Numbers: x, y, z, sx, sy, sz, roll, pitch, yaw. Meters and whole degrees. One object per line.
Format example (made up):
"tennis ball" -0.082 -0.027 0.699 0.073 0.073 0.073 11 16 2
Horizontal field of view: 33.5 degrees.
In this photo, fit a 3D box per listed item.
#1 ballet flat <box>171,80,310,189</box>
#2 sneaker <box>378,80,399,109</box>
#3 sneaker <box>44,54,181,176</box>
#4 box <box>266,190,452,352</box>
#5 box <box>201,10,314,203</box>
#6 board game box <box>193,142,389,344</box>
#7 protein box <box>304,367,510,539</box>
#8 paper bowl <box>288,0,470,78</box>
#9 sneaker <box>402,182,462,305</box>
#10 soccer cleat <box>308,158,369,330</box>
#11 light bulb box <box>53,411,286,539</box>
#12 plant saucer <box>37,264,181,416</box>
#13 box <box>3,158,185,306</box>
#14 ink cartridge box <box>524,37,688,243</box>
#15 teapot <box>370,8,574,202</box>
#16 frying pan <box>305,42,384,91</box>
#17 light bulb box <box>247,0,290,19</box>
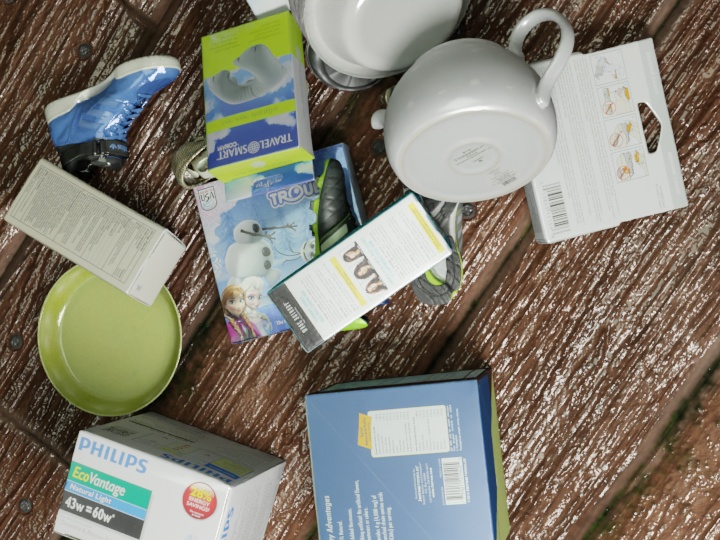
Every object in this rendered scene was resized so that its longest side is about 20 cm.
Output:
"ballet flat" -0.139 -0.157 1.447 0.199 0.068 0.076 -31 39 7
"sneaker" 0.118 -0.188 1.388 0.198 0.075 0.071 1 90 15
"sneaker" -0.298 -0.184 1.491 0.199 0.077 0.112 -21 79 18
"box" 0.000 0.000 1.337 0.199 0.049 0.083 -34 95 9
"box" -0.121 -0.191 1.395 0.121 0.048 0.202 -13 70 19
"board game box" -0.085 -0.031 1.457 0.198 0.043 0.201 -16 86 13
"protein box" 0.056 0.225 1.375 0.198 0.135 0.200 -6 89 14
"paper bowl" 0.029 -0.296 1.280 0.200 0.200 0.105 -40 48 11
"sneaker" 0.087 -0.061 1.393 0.073 0.081 0.202 3 90 7
"soccer cleat" -0.019 -0.029 1.392 0.080 0.068 0.202 2 97 3
"light bulb box" -0.220 0.263 1.412 0.197 0.200 0.126 17 94 14
"plant saucer" -0.314 0.083 1.522 0.198 0.031 0.202 0 89 14
"box" -0.326 -0.047 1.476 0.199 0.078 0.095 30 83 17
"ink cartridge box" 0.264 -0.148 1.360 0.172 0.044 0.202 -14 94 -8
"teapot" 0.116 -0.179 1.279 0.198 0.198 0.147 -1 59 -3
"frying pan" 0.026 -0.270 1.400 0.189 0.115 0.031 -24 43 15
"light bulb box" -0.065 -0.413 1.347 0.197 0.200 0.126 -12 59 14
